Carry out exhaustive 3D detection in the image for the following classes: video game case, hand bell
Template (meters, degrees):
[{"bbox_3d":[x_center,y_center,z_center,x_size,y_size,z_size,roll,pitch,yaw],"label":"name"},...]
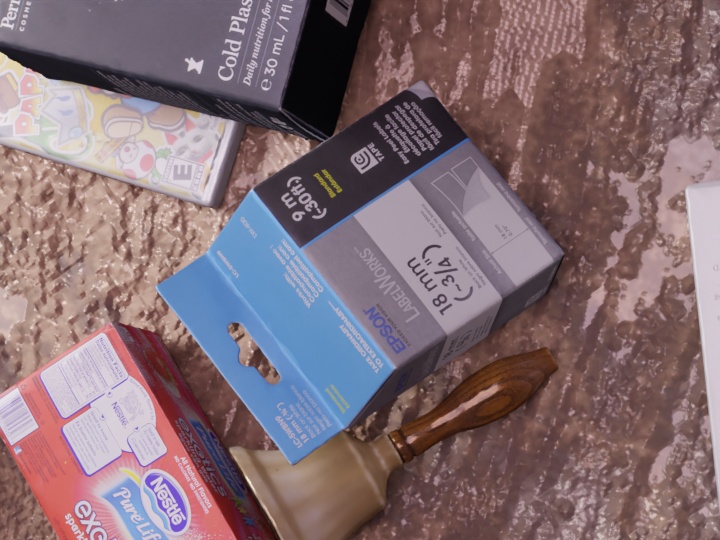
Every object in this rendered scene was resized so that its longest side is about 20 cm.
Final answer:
[{"bbox_3d":[-0.145,-0.159,1.805,0.182,0.023,0.200,17,88,15],"label":"video game case"},{"bbox_3d":[0.030,0.102,1.716,0.200,0.104,0.104,-31,78,-5],"label":"hand bell"}]

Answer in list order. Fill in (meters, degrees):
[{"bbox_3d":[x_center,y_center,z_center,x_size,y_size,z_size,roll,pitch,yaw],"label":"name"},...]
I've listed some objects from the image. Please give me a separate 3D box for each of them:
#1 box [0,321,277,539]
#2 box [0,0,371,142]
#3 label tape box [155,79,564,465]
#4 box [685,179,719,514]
[{"bbox_3d":[-0.129,0.142,1.730,0.100,0.095,0.200,-34,77,9],"label":"box"},{"bbox_3d":[-0.097,-0.202,1.727,0.196,0.124,0.200,13,86,16],"label":"box"},{"bbox_3d":[0.000,0.000,1.691,0.200,0.063,0.144,-34,76,-20],"label":"label tape box"},{"bbox_3d":[0.256,0.051,1.620,0.106,0.152,0.200,-7,83,12],"label":"box"}]
